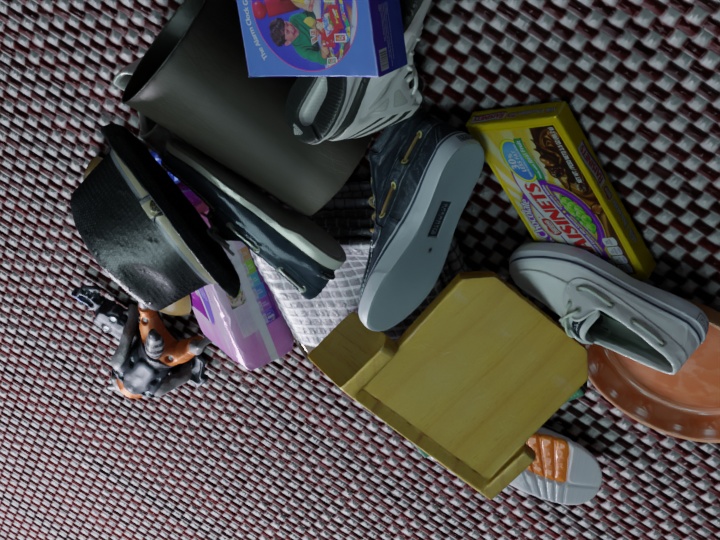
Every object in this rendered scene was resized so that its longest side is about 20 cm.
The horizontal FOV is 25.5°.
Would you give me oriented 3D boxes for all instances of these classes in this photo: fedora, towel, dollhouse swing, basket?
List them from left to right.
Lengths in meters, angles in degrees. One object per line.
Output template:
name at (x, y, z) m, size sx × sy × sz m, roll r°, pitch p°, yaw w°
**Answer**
fedora at (-0.201, -0.036, 1.479) m, size 0.201 × 0.092 × 0.201 m, roll 53°, pitch -178°, yaw -3°
basket at (-0.097, -0.151, 1.455) m, size 0.200 × 0.136 × 0.180 m, roll 35°, pitch 180°, yaw -16°
towel at (0.000, 0.000, 1.584) m, size 0.199 × 0.086 × 0.166 m, roll -3°, pitch 133°, yaw 25°
dollhouse swing at (0.092, 0.089, 1.559) m, size 0.200 × 0.176 × 0.182 m, roll 37°, pitch 179°, yaw -20°

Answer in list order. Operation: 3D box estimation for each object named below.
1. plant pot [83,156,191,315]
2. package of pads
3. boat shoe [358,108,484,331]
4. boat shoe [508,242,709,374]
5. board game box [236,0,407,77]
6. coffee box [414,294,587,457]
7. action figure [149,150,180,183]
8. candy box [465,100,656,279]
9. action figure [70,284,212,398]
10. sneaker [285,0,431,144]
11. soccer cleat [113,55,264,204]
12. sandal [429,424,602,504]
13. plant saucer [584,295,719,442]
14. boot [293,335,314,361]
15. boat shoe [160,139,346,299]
plant pot at (-0.251, -0.032, 1.745) m, size 0.200 × 0.027 × 0.200 m, roll 50°, pitch 160°, yaw 26°
package of pads at (-0.147, -0.002, 1.682) m, size 0.120 × 0.076 × 0.200 m, roll 29°, pitch 145°, yaw 54°
boat shoe at (0.037, -0.048, 1.455) m, size 0.071 × 0.201 × 0.091 m, roll 11°, pitch -159°, yaw -47°
boat shoe at (0.214, 0.034, 1.450) m, size 0.200 × 0.067 × 0.074 m, roll 20°, pitch 147°, yaw 30°
board game box at (-0.041, -0.258, 1.280) m, size 0.134 × 0.045 × 0.201 m, roll 5°, pitch 113°, yaw 34°
coffee box at (0.117, 0.110, 1.640) m, size 0.200 × 0.044 × 0.123 m, roll -26°, pitch 120°, yaw 27°
action figure at (-0.153, -0.123, 1.613) m, size 0.200 × 0.052 × 0.065 m, roll -4°, pitch 138°, yaw 35°
candy box at (0.182, -0.067, 1.439) m, size 0.102 × 0.026 × 0.200 m, roll 0°, pitch 135°, yaw 44°
action figure at (-0.273, 0.085, 1.929) m, size 0.200 × 0.105 × 0.194 m, roll 31°, pitch 137°, yaw -2°
sneaker at (0.023, -0.195, 1.371) m, size 0.076 × 0.115 × 0.201 m, roll 49°, pitch 121°, yaw 24°
soccer cleat at (-0.167, -0.119, 1.533) m, size 0.069 × 0.085 × 0.200 m, roll -33°, pitch 85°, yaw 35°
sandal at (0.168, 0.191, 1.750) m, size 0.206 × 0.059 × 0.079 m, roll 17°, pitch 116°, yaw 4°
plant saucer at (0.308, 0.091, 1.537) m, size 0.200 × 0.032 × 0.201 m, roll 22°, pitch 145°, yaw 16°
boot at (0.022, 0.084, 1.720) m, size 0.146 × 0.070 × 0.200 m, roll -2°, pitch 143°, yaw 42°
boat shoe at (-0.108, -0.048, 1.484) m, size 0.200 × 0.075 × 0.062 m, roll 34°, pitch 108°, yaw -12°
